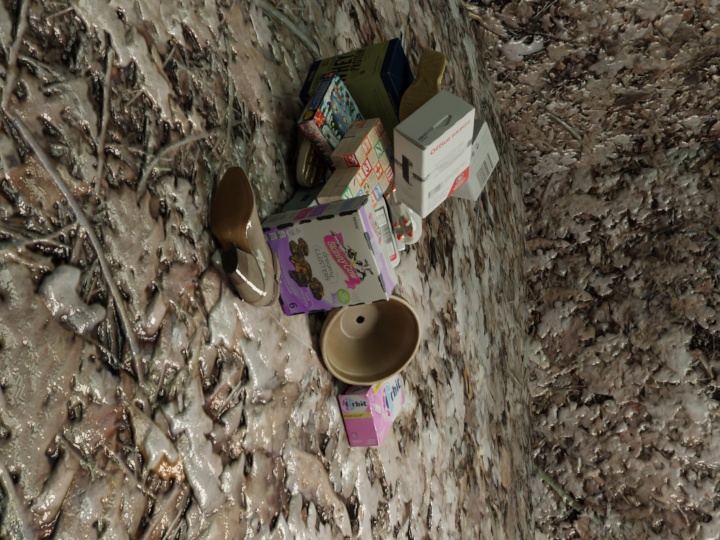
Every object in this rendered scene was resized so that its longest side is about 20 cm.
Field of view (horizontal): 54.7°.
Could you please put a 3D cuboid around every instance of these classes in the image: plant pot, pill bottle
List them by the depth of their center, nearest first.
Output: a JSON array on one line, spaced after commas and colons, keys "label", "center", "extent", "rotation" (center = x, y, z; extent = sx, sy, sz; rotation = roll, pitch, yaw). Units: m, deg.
[{"label": "plant pot", "center": [0.010, 0.115, 1.357], "extent": [0.202, 0.199, 0.093], "rotation": [66, -6, -31]}, {"label": "pill bottle", "center": [0.009, -0.098, 1.482], "extent": [0.111, 0.110, 0.202], "rotation": [-48, 126, -62]}]

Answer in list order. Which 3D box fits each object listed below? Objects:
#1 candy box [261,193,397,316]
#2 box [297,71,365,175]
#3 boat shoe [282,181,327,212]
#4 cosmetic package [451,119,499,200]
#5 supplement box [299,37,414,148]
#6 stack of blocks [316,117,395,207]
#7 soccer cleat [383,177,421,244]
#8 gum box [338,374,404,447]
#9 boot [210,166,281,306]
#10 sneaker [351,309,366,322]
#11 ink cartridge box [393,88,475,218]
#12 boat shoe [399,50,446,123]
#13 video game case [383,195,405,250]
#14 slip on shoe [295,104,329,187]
[{"label": "candy box", "center": [-0.057, -0.023, 1.180], "extent": [0.072, 0.198, 0.169], "rotation": [-58, 133, -58]}, {"label": "box", "center": [-0.036, -0.263, 1.356], "extent": [0.200, 0.040, 0.138], "rotation": [53, 47, -42]}, {"label": "boat shoe", "center": [-0.091, -0.102, 1.314], "extent": [0.200, 0.070, 0.092], "rotation": [-53, 140, -59]}, {"label": "cosmetic package", "center": [0.263, -0.328, 2.009], "extent": [0.166, 0.199, 0.165], "rotation": [-59, 142, -20]}, {"label": "supplement box", "center": [0.013, -0.347, 1.470], "extent": [0.135, 0.198, 0.201], "rotation": [-75, 147, -42]}, {"label": "stack of blocks", "center": [-0.006, -0.180, 1.310], "extent": [0.201, 0.058, 0.116], "rotation": [-60, 136, -36]}, {"label": "soccer cleat", "center": [0.088, -0.156, 1.479], "extent": [0.077, 0.069, 0.202], "rotation": [-28, 108, -63]}, {"label": "gum box", "center": [0.028, 0.263, 1.446], "extent": [0.200, 0.065, 0.115], "rotation": [-43, 122, -64]}, {"label": "boot", "center": [-0.172, -0.043, 1.100], "extent": [0.146, 0.070, 0.202], "rotation": [45, 42, -64]}, {"label": "sneaker", "center": [0.020, 0.093, 1.483], "extent": [0.200, 0.074, 0.085], "rotation": [47, 40, -54]}, {"label": "ink cartridge box", "center": [0.141, -0.223, 1.345], "extent": [0.144, 0.084, 0.201], "rotation": [-41, 153, -21]}, {"label": "boat shoe", "center": [0.127, -0.347, 1.396], "extent": [0.070, 0.070, 0.201], "rotation": [91, 18, -61]}, {"label": "video game case", "center": [0.053, -0.145, 1.596], "extent": [0.182, 0.023, 0.202], "rotation": [-172, -109, -78]}, {"label": "slip on shoe", "center": [-0.097, -0.249, 1.352], "extent": [0.076, 0.060, 0.202], "rotation": [35, 59, -51]}]
